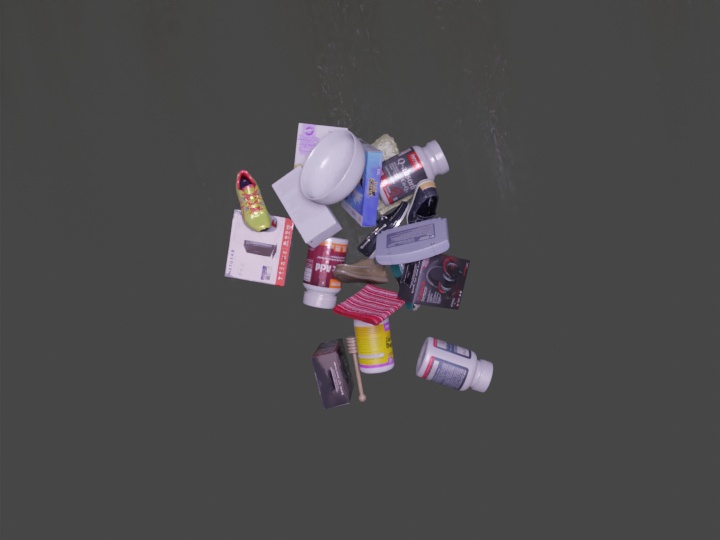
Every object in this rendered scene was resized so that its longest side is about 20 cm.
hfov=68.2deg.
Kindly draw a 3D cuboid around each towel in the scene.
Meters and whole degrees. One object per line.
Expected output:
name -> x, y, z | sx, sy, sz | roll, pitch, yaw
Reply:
towel -> 0.067, -0.277, 1.542 | 0.148, 0.036, 0.201 | -28, 94, 5
towel -> 0.032, 0.091, 1.471 | 0.144, 0.200, 0.023 | 15, 116, 27

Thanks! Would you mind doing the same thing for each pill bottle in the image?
pill bottle -> -0.104, 0.002, 1.528 | 0.113, 0.114, 0.202 | 9, 94, 1
pill bottle -> 0.270, 0.278, 1.531 | 0.199, 0.120, 0.120 | 19, 94, 1
pill bottle -> 0.133, -0.272, 1.463 | 0.199, 0.116, 0.116 | -27, 93, 5
pill bottle -> 0.036, 0.189, 1.541 | 0.103, 0.104, 0.202 | -7, 94, 3

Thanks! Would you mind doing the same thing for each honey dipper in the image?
honey dipper -> -0.009, 0.295, 1.585 | 0.038, 0.038, 0.202 | -9, 95, 3

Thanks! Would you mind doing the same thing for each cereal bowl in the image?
cereal bowl -> -0.060, -0.254, 1.368 | 0.083, 0.200, 0.201 | 31, 96, -42

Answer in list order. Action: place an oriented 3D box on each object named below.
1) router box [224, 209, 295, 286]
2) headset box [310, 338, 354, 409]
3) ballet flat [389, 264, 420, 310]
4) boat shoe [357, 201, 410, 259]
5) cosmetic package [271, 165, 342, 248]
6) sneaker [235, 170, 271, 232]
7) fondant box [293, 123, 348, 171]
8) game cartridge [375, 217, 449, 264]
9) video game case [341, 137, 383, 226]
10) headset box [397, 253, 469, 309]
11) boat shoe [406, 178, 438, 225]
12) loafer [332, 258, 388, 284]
router box -> -0.293, -0.066, 1.563 | 0.178, 0.049, 0.202 | 9, 94, 1
headset box -> -0.077, 0.290, 1.505 | 0.077, 0.200, 0.150 | -14, 93, 4
ballet flat -> 0.135, 0.017, 1.554 | 0.071, 0.072, 0.201 | -19, 95, 3
boat shoe -> 0.067, -0.124, 1.532 | 0.060, 0.076, 0.201 | 35, 95, -4
cosmetic package -> -0.147, -0.174, 1.456 | 0.101, 0.071, 0.201 | -33, 74, 6
sneaker -> -0.310, -0.197, 1.497 | 0.078, 0.090, 0.201 | -22, 67, -17
fondant box -> -0.116, -0.313, 1.536 | 0.143, 0.058, 0.202 | 7, 93, 2
game cartridge -> 0.139, -0.076, 1.428 | 0.199, 0.133, 0.041 | -12, 123, 15
video game case -> 0.000, -0.244, 1.447 | 0.045, 0.181, 0.201 | -4, 115, -21
headset box -> 0.198, 0.022, 1.489 | 0.199, 0.075, 0.150 | 11, 95, -35
boat shoe -> 0.175, -0.163, 1.477 | 0.074, 0.201, 0.062 | -13, 56, -16
loafer -> 0.000, 0.000, 1.511 | 0.076, 0.199, 0.068 | -13, 74, 41
